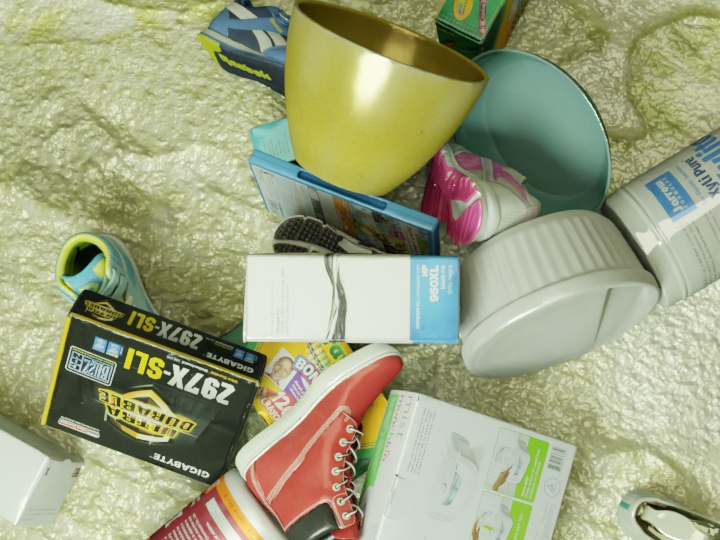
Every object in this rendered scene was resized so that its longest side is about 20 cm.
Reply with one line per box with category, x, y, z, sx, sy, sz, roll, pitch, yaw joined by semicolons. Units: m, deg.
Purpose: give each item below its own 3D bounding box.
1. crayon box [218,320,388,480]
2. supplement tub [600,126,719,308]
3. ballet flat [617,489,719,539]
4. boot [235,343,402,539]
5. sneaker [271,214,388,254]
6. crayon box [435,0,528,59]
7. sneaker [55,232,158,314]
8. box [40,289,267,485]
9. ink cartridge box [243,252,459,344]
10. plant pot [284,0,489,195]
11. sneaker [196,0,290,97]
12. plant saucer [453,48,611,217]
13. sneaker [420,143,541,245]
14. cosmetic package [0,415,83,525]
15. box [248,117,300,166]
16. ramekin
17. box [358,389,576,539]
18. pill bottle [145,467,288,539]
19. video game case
crayon box;-0.048;0.124;1.368;0.118;0.058;0.200;-36;78;0
supplement tub;0.356;-0.066;1.313;0.199;0.132;0.132;-31;78;0
ballet flat;0.346;0.272;1.289;0.199;0.069;0.070;23;84;10
boot;-0.010;0.177;1.269;0.200;0.072;0.144;-44;59;6
sneaker;0.000;0.000;1.381;0.199;0.080;0.074;33;93;-7
crayon box;0.151;-0.315;1.381;0.058;0.119;0.201;27;85;11
sneaker;-0.255;0.049;1.364;0.079;0.131;0.201;-31;80;1
box;-0.208;0.122;1.328;0.199;0.049;0.160;21;125;-3
ink cartridge box;-0.008;0.025;1.264;0.198;0.145;0.085;1;90;-1
plant pot;0.006;-0.157;1.276;0.199;0.200;0.143;25;109;11
sneaker;-0.083;-0.239;1.414;0.199;0.074;0.082;29;72;26
plant saucer;0.179;-0.137;1.338;0.200;0.200;0.036;45;55;12
sneaker;0.120;-0.073;1.334;0.088;0.200;0.082;7;113;-17
cosmetic package;-0.403;0.186;1.378;0.199;0.113;0.082;28;84;13
box;-0.012;-0.146;1.399;0.199;0.082;0.049;-17;79;5
ramekin;0.183;0.021;1.293;0.201;0.203;0.095;-21;67;3
box;0.092;0.237;1.280;0.175;0.097;0.201;18;83;-15
pill bottle;-0.167;0.302;1.325;0.200;0.113;0.113;-39;78;-1
video game case;-0.013;-0.057;1.352;0.199;0.143;0.018;22;74;10
